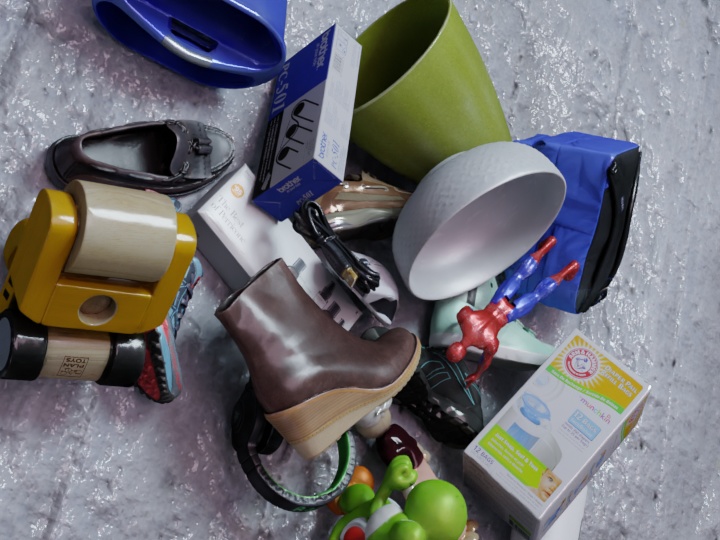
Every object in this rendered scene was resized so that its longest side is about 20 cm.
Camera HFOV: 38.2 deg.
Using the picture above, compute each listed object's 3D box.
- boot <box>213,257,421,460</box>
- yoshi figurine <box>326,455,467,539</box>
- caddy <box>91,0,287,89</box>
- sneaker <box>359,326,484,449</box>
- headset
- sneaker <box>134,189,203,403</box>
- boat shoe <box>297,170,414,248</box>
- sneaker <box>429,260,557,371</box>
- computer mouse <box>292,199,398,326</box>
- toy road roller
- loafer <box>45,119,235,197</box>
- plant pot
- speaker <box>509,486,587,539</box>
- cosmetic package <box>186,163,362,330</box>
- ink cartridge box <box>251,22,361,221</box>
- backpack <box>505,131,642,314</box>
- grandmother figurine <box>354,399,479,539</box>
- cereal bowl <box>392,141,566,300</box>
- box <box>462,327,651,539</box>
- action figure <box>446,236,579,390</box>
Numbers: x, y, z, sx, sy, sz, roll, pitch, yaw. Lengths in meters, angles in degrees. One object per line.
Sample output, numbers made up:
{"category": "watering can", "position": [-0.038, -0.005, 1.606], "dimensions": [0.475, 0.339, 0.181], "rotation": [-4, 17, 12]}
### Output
{"category": "boot", "position": [-0.033, 0.059, 0.988], "dimensions": [0.199, 0.072, 0.168], "rotation": [-38, 105, -42]}
{"category": "yoshi figurine", "position": [0.041, 0.238, 0.995], "dimensions": [0.111, 0.200, 0.114], "rotation": [22, 79, -17]}
{"category": "caddy", "position": [-0.161, -0.251, 1.014], "dimensions": [0.198, 0.140, 0.107], "rotation": [23, 62, -30]}
{"category": "sneaker", "position": [0.069, 0.117, 1.150], "dimensions": [0.200, 0.075, 0.080], "rotation": [45, 45, -30]}
{"category": "headset", "position": [-0.070, 0.130, 1.014], "dimensions": [0.122, 0.094, 0.203], "rotation": [-14, 70, -39]}
{"category": "sneaker", "position": [-0.180, 0.019, 0.968], "dimensions": [0.094, 0.079, 0.204], "rotation": [-7, 82, -40]}
{"category": "boat shoe", "position": [0.008, -0.075, 1.143], "dimensions": [0.198, 0.075, 0.073], "rotation": [-9, 74, -46]}
{"category": "sneaker", "position": [0.172, 0.052, 1.233], "dimensions": [0.198, 0.073, 0.121], "rotation": [17, 72, -32]}
{"category": "computer mouse", "position": [0.000, 0.000, 1.065], "dimensions": [0.044, 0.200, 0.110], "rotation": [-45, 67, -2]}
{"category": "toy road roller", "position": [-0.236, -0.007, 0.869], "dimensions": [0.121, 0.202, 0.147], "rotation": [8, 37, -36]}
{"category": "loafer", "position": [-0.198, -0.110, 0.998], "dimensions": [0.197, 0.063, 0.073], "rotation": [-10, 84, -39]}
{"category": "plant pot", "position": [0.083, -0.171, 1.169], "dimensions": [0.200, 0.185, 0.189], "rotation": [46, 55, -28]}
{"category": "speaker", "position": [0.204, 0.332, 1.184], "dimensions": [0.081, 0.081, 0.203], "rotation": [31, 60, -27]}
{"category": "cosmetic package", "position": [-0.089, -0.002, 1.062], "dimensions": [0.201, 0.050, 0.083], "rotation": [52, 52, -15]}
{"category": "ink cartridge box", "position": [-0.053, -0.155, 1.070], "dimensions": [0.044, 0.093, 0.203], "rotation": [35, 43, -31]}
{"category": "backpack", "position": [0.244, -0.060, 1.260], "dimensions": [0.162, 0.165, 0.204], "rotation": [-18, 119, -55]}
{"category": "grandmother figurine", "position": [0.050, 0.209, 1.099], "dimensions": [0.060, 0.121, 0.201], "rotation": [-35, 91, 1]}
{"category": "cereal bowl", "position": [0.115, -0.063, 1.101], "dimensions": [0.197, 0.201, 0.084], "rotation": [-9, 54, -39]}
{"category": "box", "position": [0.216, 0.183, 1.156], "dimensions": [0.112, 0.102, 0.200], "rotation": [39, 70, 24]}
{"category": "action figure", "position": [0.151, 0.051, 1.144], "dimensions": [0.065, 0.099, 0.199], "rotation": [46, 54, 11]}
